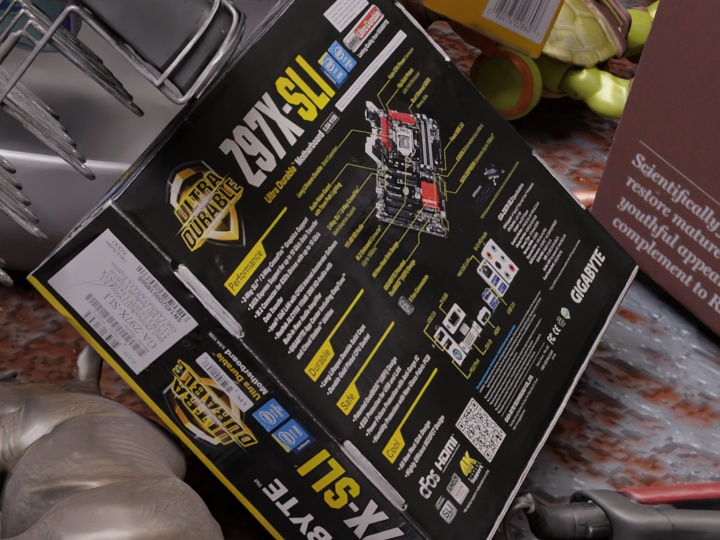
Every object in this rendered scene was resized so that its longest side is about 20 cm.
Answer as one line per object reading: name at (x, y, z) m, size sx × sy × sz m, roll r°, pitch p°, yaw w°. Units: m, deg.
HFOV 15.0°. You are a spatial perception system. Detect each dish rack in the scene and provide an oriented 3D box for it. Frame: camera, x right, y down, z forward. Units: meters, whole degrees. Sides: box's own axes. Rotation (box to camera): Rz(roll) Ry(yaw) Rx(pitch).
dish rack at (-0.126, -0.026, 0.851) m, size 0.054 × 0.200 × 0.153 m, roll 39°, pitch 2°, yaw -16°

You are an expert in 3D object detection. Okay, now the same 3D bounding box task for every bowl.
bowl at (-0.113, -0.062, 1.026) m, size 0.198 × 0.075 × 0.200 m, roll 7°, pitch 31°, yaw -4°

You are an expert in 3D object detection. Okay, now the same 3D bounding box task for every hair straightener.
hair straightener at (0.142, 0.089, 0.881) m, size 0.199 × 0.041 × 0.077 m, roll 3°, pitch 32°, yaw -17°

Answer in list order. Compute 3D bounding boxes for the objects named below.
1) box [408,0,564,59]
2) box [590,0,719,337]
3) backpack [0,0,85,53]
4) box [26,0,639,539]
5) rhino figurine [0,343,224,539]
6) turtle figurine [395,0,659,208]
box at (-0.022, -0.149, 1.097) m, size 0.119 × 0.042 × 0.200 m, roll 19°, pitch 11°, yaw -48°
box at (0.224, -0.060, 1.015) m, size 0.199 × 0.165 × 0.166 m, roll -19°, pitch 49°, yaw -38°
backpack at (-0.142, -0.186, 0.957) m, size 0.176 × 0.201 × 0.151 m, roll 16°, pitch 48°, yaw 8°
box at (0.000, 0.000, 0.899) m, size 0.160 × 0.049 × 0.200 m, roll 45°, pitch 36°, yaw -8°
rhino figurine at (-0.093, 0.069, 0.827) m, size 0.087 × 0.060 × 0.200 m, roll -13°, pitch 21°, yaw -11°
turtle figurine at (0.079, -0.103, 1.153) m, size 0.199 × 0.065 × 0.161 m, roll 24°, pitch 34°, yaw 22°
